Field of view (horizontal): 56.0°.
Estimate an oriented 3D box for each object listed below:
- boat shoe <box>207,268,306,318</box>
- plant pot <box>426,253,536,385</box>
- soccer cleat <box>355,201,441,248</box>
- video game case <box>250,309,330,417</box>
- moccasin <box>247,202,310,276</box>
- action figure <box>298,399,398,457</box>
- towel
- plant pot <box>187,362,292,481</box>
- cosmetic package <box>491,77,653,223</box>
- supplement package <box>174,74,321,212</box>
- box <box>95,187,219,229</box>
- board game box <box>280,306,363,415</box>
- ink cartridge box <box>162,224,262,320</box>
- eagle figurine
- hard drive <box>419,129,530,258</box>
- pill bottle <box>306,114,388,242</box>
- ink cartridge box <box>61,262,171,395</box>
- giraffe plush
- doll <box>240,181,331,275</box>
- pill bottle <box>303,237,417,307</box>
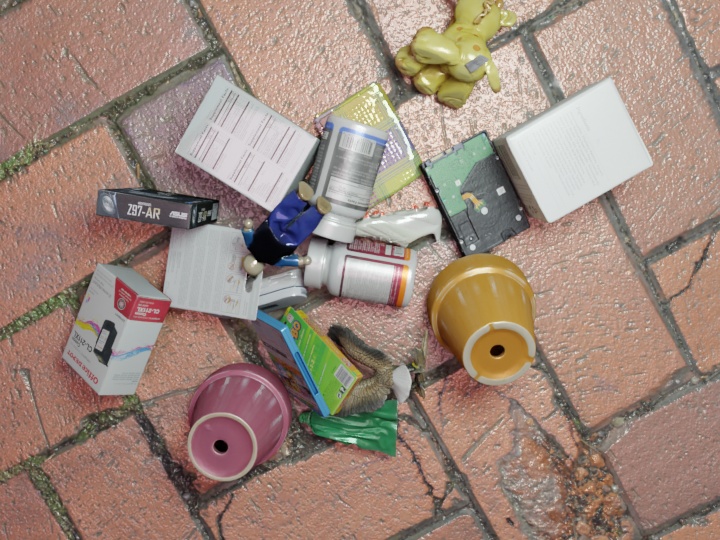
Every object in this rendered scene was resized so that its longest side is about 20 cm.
[{"bbox_3d":[-0.198,0.044,1.291,0.197,0.074,0.066,-12,70,7],"label":"boat shoe"},{"bbox_3d":[0.227,0.099,1.198,0.197,0.184,0.203,-1,115,-2],"label":"plant pot"},{"bbox_3d":[0.056,-0.075,1.264,0.197,0.069,0.079,-9,101,0],"label":"soccer cleat"},{"bbox_3d":[-0.133,0.167,1.241,0.018,0.143,0.202,-35,118,-24],"label":"video game case"},{"bbox_3d":[-0.148,-0.052,1.263,0.200,0.080,0.068,-43,90,7],"label":"moccasin"},{"bbox_3d":[-0.025,0.295,1.323,0.197,0.055,0.120,4,100,8],"label":"action figure"},{"bbox_3d":[0.019,-0.235,1.263,0.143,0.023,0.201,-31,97,5],"label":"towel"},{"bbox_3d":[-0.236,0.293,1.263,0.197,0.179,0.203,0,99,2],"label":"plant pot"},{"bbox_3d":[0.362,-0.207,1.187,0.198,0.165,0.166,-29,97,6],"label":"cosmetic package"},{"bbox_3d":[-0.190,-0.218,1.204,0.199,0.152,0.152,32,96,-2],"label":"supplement package"},{"bbox_3d":[-0.351,-0.112,1.200,0.158,0.200,0.044,9,98,1],"label":"box"},{"bbox_3d":[-0.089,0.165,1.272,0.200,0.030,0.096,43,114,22],"label":"board game box"},{"bbox_3d":[-0.265,0.000,1.256,0.197,0.057,0.165,8,89,12],"label":"ink cartridge box"},{"bbox_3d":[0.025,0.192,1.266,0.197,0.153,0.152,3,138,7],"label":"eagle figurine"},{"bbox_3d":[0.211,-0.138,1.253,0.139,0.038,0.202,-29,99,-5],"label":"hard drive"},{"bbox_3d":[-0.031,-0.158,1.185,0.112,0.114,0.202,17,99,-1],"label":"pill bottle"},{"bbox_3d":[-0.455,0.110,1.261,0.145,0.082,0.202,29,99,33],"label":"ink cartridge box"},{"bbox_3d":[0.178,-0.405,1.176,0.172,0.199,0.164,33,72,-33],"label":"giraffe plush"},{"bbox_3d":[-0.134,-0.055,1.149,0.136,0.049,0.200,36,120,-22],"label":"doll"},{"bbox_3d":[0.000,0.000,1.252,0.197,0.110,0.111,10,98,0],"label":"pill bottle"}]
